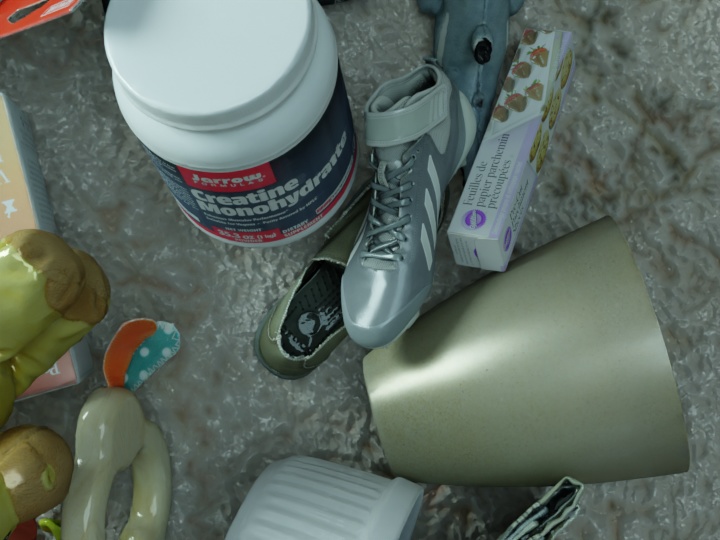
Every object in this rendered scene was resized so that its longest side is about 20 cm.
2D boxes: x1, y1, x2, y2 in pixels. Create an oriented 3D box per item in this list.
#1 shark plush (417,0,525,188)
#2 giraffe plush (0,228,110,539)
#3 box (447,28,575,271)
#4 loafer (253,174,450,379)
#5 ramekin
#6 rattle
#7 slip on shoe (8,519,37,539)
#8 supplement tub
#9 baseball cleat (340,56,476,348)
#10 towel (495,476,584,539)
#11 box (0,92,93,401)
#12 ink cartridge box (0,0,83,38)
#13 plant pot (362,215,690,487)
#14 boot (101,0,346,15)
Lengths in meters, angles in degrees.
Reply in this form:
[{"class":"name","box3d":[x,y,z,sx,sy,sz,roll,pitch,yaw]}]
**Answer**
[{"class":"shark plush","box3d":[0.076,-0.164,0.878,0.090,0.083,0.201,14,88,-8]},{"class":"giraffe plush","box3d":[-0.228,0.087,0.671,0.199,0.173,0.163,-18,79,-1]},{"class":"box","box3d":[0.113,-0.092,0.860,0.038,0.042,0.201,9,57,23]},{"class":"loafer","box3d":[0.000,0.000,0.873,0.075,0.070,0.200,37,85,-6]},{"class":"ramekin","box3d":[-0.039,0.223,0.806,0.104,0.200,0.201,20,87,10]},{"class":"rattle","box3d":[-0.204,0.125,0.832,0.142,0.130,0.201,7,107,33]},{"class":"slip on shoe","box3d":[-0.232,0.205,0.757,0.061,0.074,0.201,21,88,-1]},{"class":"supplement tub","box3d":[-0.079,-0.111,0.775,0.139,0.200,0.141,-2,70,6]},{"class":"baseball cleat","box3d":[0.019,-0.052,0.803,0.069,0.106,0.201,4,64,30]},{"class":"towel","box3d":[0.079,0.224,0.821,0.192,0.200,0.035,-39,74,-7]},{"class":"box","box3d":[-0.285,-0.002,0.814,0.151,0.106,0.201,-16,91,-8]},{"class":"ink cartridge box","box3d":[-0.187,-0.221,0.762,0.044,0.199,0.174,52,60,-27]},{"class":"plant pot","box3d":[0.109,0.078,0.848,0.199,0.187,0.189,-16,92,6]},{"class":"boot","box3d":[-0.105,-0.253,0.868,0.199,0.066,0.166,-17,90,-3]}]
